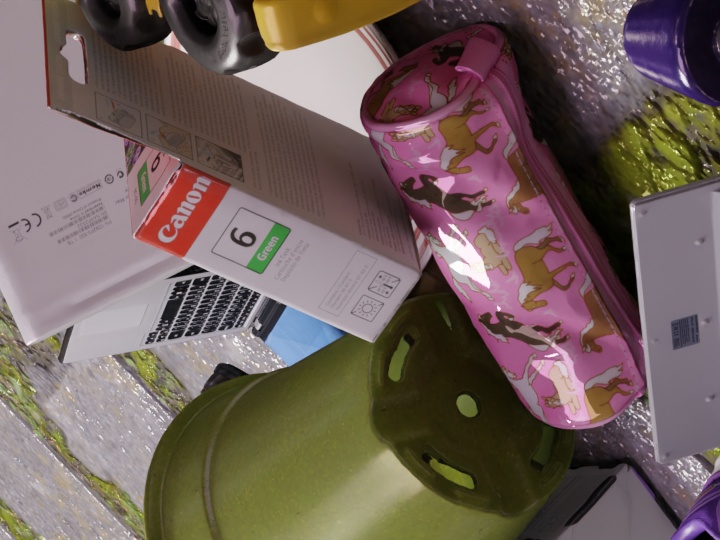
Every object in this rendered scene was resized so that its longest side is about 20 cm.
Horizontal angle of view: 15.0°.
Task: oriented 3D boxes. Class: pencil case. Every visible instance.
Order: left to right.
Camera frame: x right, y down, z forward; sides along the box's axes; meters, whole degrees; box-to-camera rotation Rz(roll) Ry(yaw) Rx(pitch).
[{"bbox_3d":[0.075,-0.020,1.311,0.201,0.086,0.083,57,-170,-24],"label":"pencil case"}]

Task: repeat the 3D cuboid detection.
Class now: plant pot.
[{"bbox_3d":[0.014,0.105,1.428,0.200,0.200,0.190,46,139,1],"label":"plant pot"}]

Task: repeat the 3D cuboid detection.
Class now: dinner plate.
[{"bbox_3d":[-0.026,-0.079,1.416,0.200,0.024,0.201,30,136,34],"label":"dinner plate"}]

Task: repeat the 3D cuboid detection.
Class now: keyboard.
[{"bbox_3d":[0.160,0.026,1.282,0.201,0.056,0.011,77,-178,-50],"label":"keyboard"}]

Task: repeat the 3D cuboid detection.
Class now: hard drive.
[{"bbox_3d":[-0.169,-0.078,1.512,0.201,0.131,0.026,65,-167,3],"label":"hard drive"}]

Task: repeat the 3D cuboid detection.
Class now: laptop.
[{"bbox_3d":[-0.067,0.066,1.626,0.187,0.198,0.117,124,134,-72],"label":"laptop"}]

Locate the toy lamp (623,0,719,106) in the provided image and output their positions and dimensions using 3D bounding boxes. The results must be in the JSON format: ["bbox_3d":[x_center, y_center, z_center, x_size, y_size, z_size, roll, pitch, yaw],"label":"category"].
[{"bbox_3d":[0.180,-0.090,1.060,0.199,0.058,0.058,7,135,52],"label":"toy lamp"}]

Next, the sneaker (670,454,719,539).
[{"bbox_3d":[0.217,0.129,1.308,0.081,0.083,0.200,49,155,-8],"label":"sneaker"}]

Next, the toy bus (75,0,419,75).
[{"bbox_3d":[-0.061,-0.200,1.211,0.199,0.135,0.193,15,129,54],"label":"toy bus"}]

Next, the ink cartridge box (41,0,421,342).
[{"bbox_3d":[-0.071,-0.049,1.291,0.199,0.050,0.109,23,-151,-22],"label":"ink cartridge box"}]

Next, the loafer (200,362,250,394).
[{"bbox_3d":[-0.029,0.140,1.564,0.200,0.072,0.073,47,174,7],"label":"loafer"}]

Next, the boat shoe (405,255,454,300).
[{"bbox_3d":[-0.001,-0.002,1.488,0.200,0.063,0.073,28,151,36],"label":"boat shoe"}]

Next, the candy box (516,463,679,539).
[{"bbox_3d":[0.129,0.198,1.577,0.168,0.072,0.200,52,156,-13],"label":"candy box"}]
